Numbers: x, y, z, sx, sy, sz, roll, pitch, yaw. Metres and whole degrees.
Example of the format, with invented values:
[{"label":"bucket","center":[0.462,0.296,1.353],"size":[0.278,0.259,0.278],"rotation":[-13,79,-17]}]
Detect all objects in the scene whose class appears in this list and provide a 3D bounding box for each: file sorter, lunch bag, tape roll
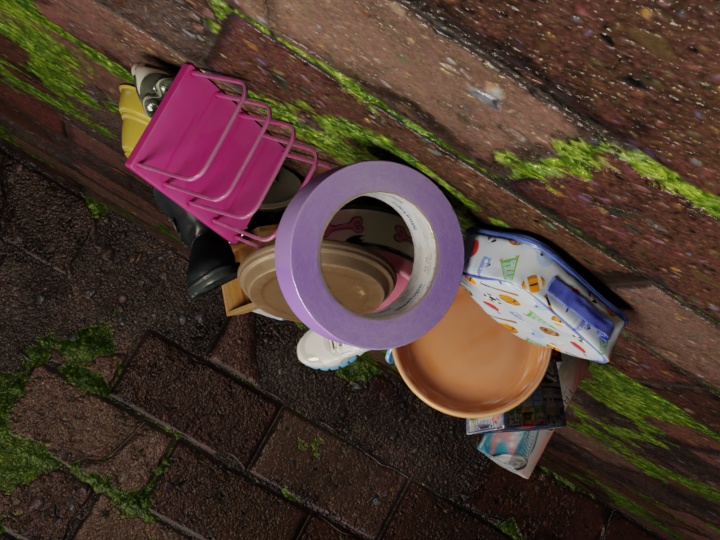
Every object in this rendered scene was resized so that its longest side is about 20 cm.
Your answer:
[{"label":"file sorter","center":[-0.141,-0.122,1.281],"size":[0.125,0.140,0.200],"rotation":[20,167,40]},{"label":"lunch bag","center":[0.205,0.029,1.232],"size":[0.200,0.076,0.160],"rotation":[36,167,-29]},{"label":"tape roll","center":[0.010,-0.017,1.179],"size":[0.199,0.201,0.066],"rotation":[32,171,-17]}]

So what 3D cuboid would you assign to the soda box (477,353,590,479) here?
[{"label":"soda box","center":[0.254,0.196,1.589],"size":[0.063,0.201,0.068],"rotation":[20,166,46]}]

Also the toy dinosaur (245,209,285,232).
[{"label":"toy dinosaur","center":[-0.103,-0.092,1.578],"size":[0.199,0.103,0.136],"rotation":[1,173,26]}]

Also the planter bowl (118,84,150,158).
[{"label":"planter bowl","center":[-0.286,-0.181,1.592],"size":[0.200,0.084,0.200],"rotation":[29,171,5]}]

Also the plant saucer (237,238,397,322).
[{"label":"plant saucer","center":[-0.054,0.020,1.347],"size":[0.199,0.030,0.200],"rotation":[0,154,0]}]

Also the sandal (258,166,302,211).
[{"label":"sandal","center":[-0.167,-0.151,1.469],"size":[0.200,0.082,0.055],"rotation":[37,152,0]}]

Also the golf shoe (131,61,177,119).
[{"label":"golf shoe","center":[-0.209,-0.196,1.367],"size":[0.088,0.077,0.200],"rotation":[48,-178,36]}]

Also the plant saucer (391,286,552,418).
[{"label":"plant saucer","center":[0.136,0.086,1.344],"size":[0.199,0.201,0.037],"rotation":[28,161,10]}]

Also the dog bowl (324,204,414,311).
[{"label":"dog bowl","center":[0.000,0.000,1.422],"size":[0.199,0.074,0.201],"rotation":[4,149,2]}]

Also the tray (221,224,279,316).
[{"label":"tray","center":[-0.150,0.003,1.519],"size":[0.037,0.099,0.200],"rotation":[-9,176,-24]}]

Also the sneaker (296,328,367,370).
[{"label":"sneaker","center":[-0.005,0.086,1.532],"size":[0.199,0.075,0.087],"rotation":[-18,166,14]}]

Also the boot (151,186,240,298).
[{"label":"boot","center":[-0.219,-0.055,1.422],"size":[0.169,0.076,0.200],"rotation":[63,180,-3]}]

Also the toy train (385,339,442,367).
[{"label":"toy train","center":[0.103,0.096,1.460],"size":[0.086,0.115,0.200],"rotation":[32,179,22]}]

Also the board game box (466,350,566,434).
[{"label":"board game box","center":[0.205,0.110,1.436],"size":[0.061,0.201,0.199],"rotation":[-17,165,39]}]

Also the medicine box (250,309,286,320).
[{"label":"medicine box","center":[-0.073,0.004,1.614],"size":[0.181,0.104,0.200],"rotation":[-6,-174,-24]}]
